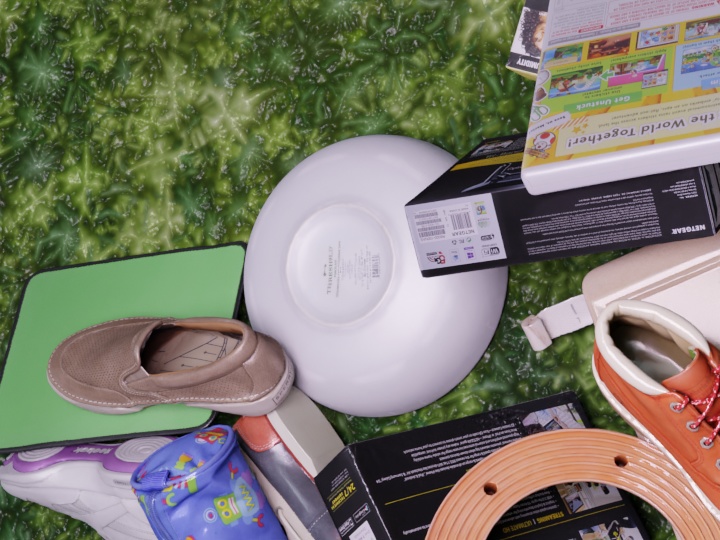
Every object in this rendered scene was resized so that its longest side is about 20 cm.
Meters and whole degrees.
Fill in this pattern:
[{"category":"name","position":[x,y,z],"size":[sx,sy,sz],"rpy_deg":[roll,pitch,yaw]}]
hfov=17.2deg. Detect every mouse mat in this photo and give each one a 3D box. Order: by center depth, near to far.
[{"category":"mouse mat","position":[-0.177,0.055,1.727],"size":[0.199,0.008,0.162],"rpy_deg":[-7,54,25]}]

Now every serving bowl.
[{"category":"serving bowl","position":[0.000,0.000,1.651],"size":[0.199,0.066,0.202],"rpy_deg":[-4,81,25]}]

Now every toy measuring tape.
[{"category":"toy measuring tape","position":[0.196,0.024,1.543],"size":[0.199,0.073,0.074],"rpy_deg":[-20,74,20]}]

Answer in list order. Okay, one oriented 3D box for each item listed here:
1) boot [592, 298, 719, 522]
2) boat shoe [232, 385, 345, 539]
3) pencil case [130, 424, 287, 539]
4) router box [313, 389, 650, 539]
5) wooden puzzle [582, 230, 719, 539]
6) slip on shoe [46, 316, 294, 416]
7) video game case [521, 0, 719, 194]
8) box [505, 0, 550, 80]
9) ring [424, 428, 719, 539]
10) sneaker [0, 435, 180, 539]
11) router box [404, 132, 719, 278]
[{"category":"boot","position":[0.212,0.092,1.392],"size":[0.200,0.107,0.075],"rpy_deg":[39,81,19]},{"category":"boat shoe","position":[-0.022,0.173,1.636],"size":[0.063,0.071,0.200],"rpy_deg":[-44,71,27]},{"category":"pencil case","position":[-0.084,0.207,1.612],"size":[0.078,0.087,0.201],"rpy_deg":[-15,104,37]},{"category":"router box","position":[0.086,0.166,1.511],"size":[0.051,0.199,0.150],"rpy_deg":[-47,61,45]},{"category":"wooden puzzle","position":[0.252,0.058,1.465],"size":[0.184,0.037,0.201],"rpy_deg":[-23,72,14]},{"category":"slip on shoe","position":[-0.142,0.061,1.656],"size":[0.199,0.061,0.076],"rpy_deg":[6,60,33]},{"category":"video game case","position":[0.203,-0.133,1.464],"size":[0.199,0.023,0.183],"rpy_deg":[-9,45,24]},{"category":"box","position":[0.166,-0.220,1.607],"size":[0.075,0.050,0.201],"rpy_deg":[18,91,28]},{"category":"ring","position":[0.134,0.188,1.419],"size":[0.199,0.019,0.202],"rpy_deg":[-1,62,2]},{"category":"sneaker","position":[-0.187,0.167,1.715],"size":[0.199,0.075,0.100],"rpy_deg":[4,119,43]},{"category":"router box","position":[0.148,-0.055,1.531],"size":[0.199,0.157,0.053],"rpy_deg":[-8,105,26]}]
